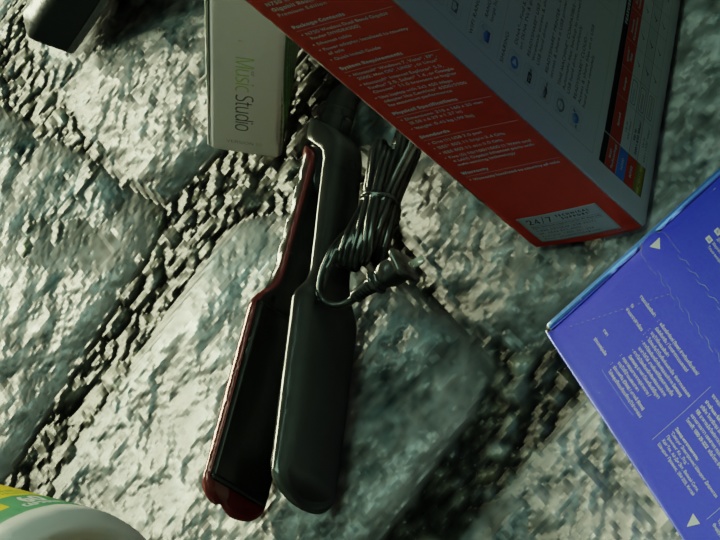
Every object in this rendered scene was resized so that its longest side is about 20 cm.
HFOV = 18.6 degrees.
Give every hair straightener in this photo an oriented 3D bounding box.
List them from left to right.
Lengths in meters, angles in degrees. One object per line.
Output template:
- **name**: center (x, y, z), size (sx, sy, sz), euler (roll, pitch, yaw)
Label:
- **hair straightener**: center (0.000, 0.000, 0.834), size (0.077, 0.041, 0.200), euler (-8, 54, 39)

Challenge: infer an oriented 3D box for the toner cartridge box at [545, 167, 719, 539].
- **toner cartridge box**: center (0.139, 0.056, 0.655), size (0.095, 0.043, 0.200), euler (-42, 43, 11)

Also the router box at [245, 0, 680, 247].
- **router box**: center (0.049, -0.139, 0.769), size (0.049, 0.179, 0.200), euler (-9, 57, 38)

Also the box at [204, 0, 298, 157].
- **box**: center (-0.034, -0.169, 0.905), size (0.036, 0.144, 0.200), euler (6, 60, 0)

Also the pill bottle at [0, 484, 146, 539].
- **pill bottle**: center (-0.170, 0.131, 0.837), size (0.200, 0.113, 0.113), euler (6, 67, 45)

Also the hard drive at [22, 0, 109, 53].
- **hard drive**: center (-0.099, -0.206, 0.998), size (0.200, 0.033, 0.140), euler (-42, 34, 54)
